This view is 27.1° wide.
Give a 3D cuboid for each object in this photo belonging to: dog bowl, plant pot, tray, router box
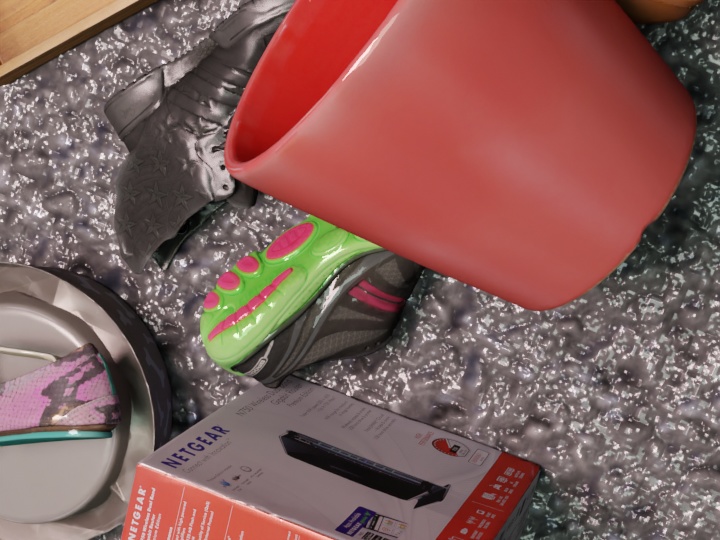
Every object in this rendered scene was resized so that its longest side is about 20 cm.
[{"bbox_3d":[-0.212,0.089,0.963,0.199,0.059,0.201,3,99,18],"label":"dog bowl"},{"bbox_3d":[0.058,-0.084,0.752,0.177,0.201,0.201,34,110,-18],"label":"plant pot"},{"bbox_3d":[-0.168,-0.200,0.913,0.199,0.037,0.099,-24,92,21],"label":"tray"},{"bbox_3d":[-0.008,0.130,0.830,0.179,0.200,0.049,19,105,14],"label":"router box"}]

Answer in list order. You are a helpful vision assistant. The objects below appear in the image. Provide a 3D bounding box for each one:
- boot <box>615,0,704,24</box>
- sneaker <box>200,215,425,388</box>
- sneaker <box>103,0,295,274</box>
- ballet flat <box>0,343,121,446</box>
[{"bbox_3d":[0.101,-0.203,0.743,0.077,0.155,0.200,-38,98,-2],"label":"boot"},{"bbox_3d":[0.000,0.000,0.882,0.199,0.077,0.084,-31,134,9],"label":"sneaker"},{"bbox_3d":[-0.080,-0.084,0.894,0.199,0.060,0.105,-28,89,25],"label":"sneaker"},{"bbox_3d":[-0.240,0.083,0.913,0.199,0.069,0.072,-13,77,15],"label":"ballet flat"}]
